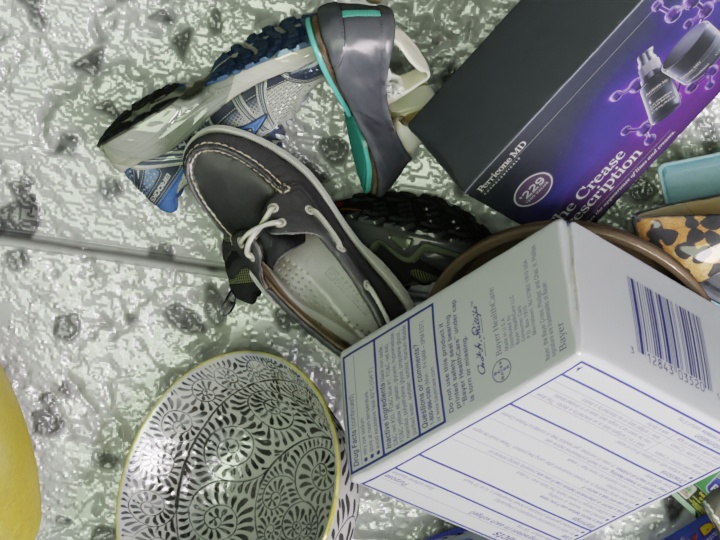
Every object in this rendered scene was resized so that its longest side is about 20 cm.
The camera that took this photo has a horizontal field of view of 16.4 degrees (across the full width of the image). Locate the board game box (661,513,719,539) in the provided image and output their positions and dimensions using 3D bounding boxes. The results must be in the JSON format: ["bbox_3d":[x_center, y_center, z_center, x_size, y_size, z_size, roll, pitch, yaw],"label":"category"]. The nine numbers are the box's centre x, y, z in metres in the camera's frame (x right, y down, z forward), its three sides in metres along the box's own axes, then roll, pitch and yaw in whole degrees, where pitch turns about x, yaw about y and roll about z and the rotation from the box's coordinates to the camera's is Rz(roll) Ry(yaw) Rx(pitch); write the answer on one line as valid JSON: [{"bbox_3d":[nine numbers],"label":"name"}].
[{"bbox_3d":[0.311,0.206,1.738,0.200,0.045,0.135,-32,116,11],"label":"board game box"}]

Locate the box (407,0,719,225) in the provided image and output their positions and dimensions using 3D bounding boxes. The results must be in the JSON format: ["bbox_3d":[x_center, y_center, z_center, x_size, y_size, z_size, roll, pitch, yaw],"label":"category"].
[{"bbox_3d":[0.151,-0.124,1.633,0.200,0.141,0.079,-48,51,13],"label":"box"}]

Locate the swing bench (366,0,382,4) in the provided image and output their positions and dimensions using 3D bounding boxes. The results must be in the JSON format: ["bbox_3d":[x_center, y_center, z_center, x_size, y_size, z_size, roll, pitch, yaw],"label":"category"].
[{"bbox_3d":[-0.028,-0.313,1.571,0.199,0.130,0.200,42,104,32],"label":"swing bench"}]

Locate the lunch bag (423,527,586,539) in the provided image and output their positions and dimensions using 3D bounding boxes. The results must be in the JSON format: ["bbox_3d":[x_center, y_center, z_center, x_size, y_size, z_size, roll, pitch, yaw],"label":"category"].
[{"bbox_3d":[0.070,0.258,1.725,0.199,0.170,0.124,-15,104,6],"label":"lunch bag"}]

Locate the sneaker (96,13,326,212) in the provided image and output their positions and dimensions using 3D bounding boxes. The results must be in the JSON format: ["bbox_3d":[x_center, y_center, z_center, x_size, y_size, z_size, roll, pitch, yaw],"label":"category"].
[{"bbox_3d":[-0.076,-0.106,1.705,0.200,0.077,0.085,-26,110,18],"label":"sneaker"}]

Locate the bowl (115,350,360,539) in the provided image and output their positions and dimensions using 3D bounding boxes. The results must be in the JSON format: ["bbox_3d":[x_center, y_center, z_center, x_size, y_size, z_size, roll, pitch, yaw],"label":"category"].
[{"bbox_3d":[-0.066,0.163,1.734,0.200,0.094,0.201,-15,66,36],"label":"bowl"}]

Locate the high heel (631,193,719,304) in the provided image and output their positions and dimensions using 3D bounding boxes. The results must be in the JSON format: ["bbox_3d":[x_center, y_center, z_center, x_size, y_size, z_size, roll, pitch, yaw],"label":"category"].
[{"bbox_3d":[0.277,-0.067,1.660,0.142,0.071,0.200,28,92,-14],"label":"high heel"}]

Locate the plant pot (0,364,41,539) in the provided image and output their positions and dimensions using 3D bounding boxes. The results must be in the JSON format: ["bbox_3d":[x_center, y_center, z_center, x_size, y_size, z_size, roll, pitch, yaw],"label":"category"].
[{"bbox_3d":[-0.303,0.148,1.733,0.200,0.200,0.142,-30,124,11],"label":"plant pot"}]

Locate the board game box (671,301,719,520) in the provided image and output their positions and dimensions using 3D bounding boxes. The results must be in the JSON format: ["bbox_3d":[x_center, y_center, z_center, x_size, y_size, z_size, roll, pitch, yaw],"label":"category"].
[{"bbox_3d":[0.231,0.078,1.740,0.200,0.029,0.135,42,104,-6],"label":"board game box"}]

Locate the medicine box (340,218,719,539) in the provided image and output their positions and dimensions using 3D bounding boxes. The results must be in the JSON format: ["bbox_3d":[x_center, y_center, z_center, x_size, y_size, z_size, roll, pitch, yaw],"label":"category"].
[{"bbox_3d":[0.119,0.082,1.591,0.200,0.103,0.182,-31,138,34],"label":"medicine box"}]

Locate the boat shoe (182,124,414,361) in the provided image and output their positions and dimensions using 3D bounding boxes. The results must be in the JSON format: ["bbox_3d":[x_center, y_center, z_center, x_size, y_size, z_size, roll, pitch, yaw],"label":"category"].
[{"bbox_3d":[-0.046,-0.013,1.658,0.074,0.060,0.200,-40,94,23],"label":"boat shoe"}]

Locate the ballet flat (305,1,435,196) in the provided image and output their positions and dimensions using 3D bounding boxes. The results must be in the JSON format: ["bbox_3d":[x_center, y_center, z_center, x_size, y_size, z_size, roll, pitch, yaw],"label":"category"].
[{"bbox_3d":[0.016,-0.112,1.641,0.073,0.200,0.073,-5,61,9],"label":"ballet flat"}]

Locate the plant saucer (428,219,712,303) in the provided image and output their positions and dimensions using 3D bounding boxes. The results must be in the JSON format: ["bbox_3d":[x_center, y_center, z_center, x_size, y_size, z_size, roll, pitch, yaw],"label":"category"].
[{"bbox_3d":[0.142,0.039,1.671,0.199,0.030,0.200,6,132,7],"label":"plant saucer"}]

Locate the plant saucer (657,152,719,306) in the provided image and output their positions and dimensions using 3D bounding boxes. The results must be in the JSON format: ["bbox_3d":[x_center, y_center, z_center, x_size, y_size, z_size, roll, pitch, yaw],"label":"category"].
[{"bbox_3d":[0.252,0.020,1.699,0.070,0.019,0.201,-12,90,-11],"label":"plant saucer"}]

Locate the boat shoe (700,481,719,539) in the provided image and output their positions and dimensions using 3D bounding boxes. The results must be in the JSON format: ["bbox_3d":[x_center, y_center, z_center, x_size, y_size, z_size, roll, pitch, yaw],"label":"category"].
[{"bbox_3d":[0.273,0.223,1.676,0.060,0.072,0.202,-30,120,5],"label":"boat shoe"}]

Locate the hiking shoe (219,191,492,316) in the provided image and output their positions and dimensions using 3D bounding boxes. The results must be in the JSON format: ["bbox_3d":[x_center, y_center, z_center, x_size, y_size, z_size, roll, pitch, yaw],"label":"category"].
[{"bbox_3d":[0.000,0.000,1.724,0.199,0.076,0.101,7,113,12],"label":"hiking shoe"}]
